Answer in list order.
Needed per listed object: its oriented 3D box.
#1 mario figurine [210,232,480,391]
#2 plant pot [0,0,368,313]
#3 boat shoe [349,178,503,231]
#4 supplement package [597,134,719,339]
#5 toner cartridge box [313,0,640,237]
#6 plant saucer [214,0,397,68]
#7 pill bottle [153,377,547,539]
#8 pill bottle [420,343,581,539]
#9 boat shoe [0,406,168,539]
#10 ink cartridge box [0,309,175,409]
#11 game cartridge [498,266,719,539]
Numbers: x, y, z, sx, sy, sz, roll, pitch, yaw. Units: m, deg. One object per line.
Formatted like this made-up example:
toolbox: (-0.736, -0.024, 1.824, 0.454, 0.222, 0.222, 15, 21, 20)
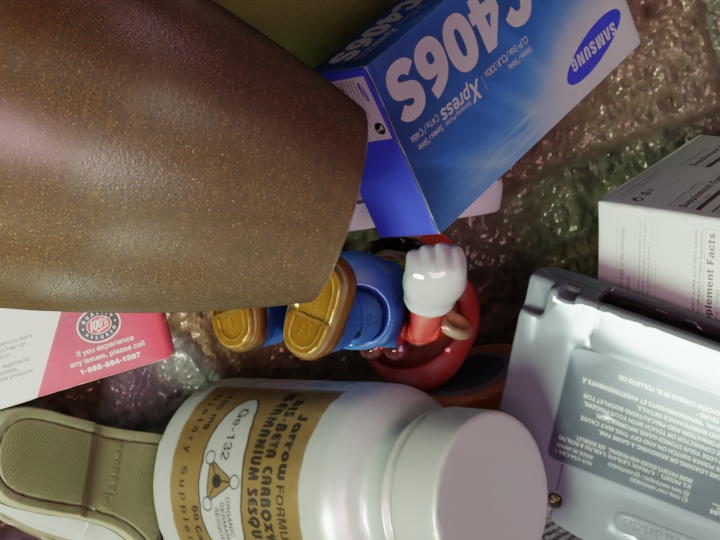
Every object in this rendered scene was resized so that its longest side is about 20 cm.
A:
mario figurine: (0.000, 0.000, 1.082, 0.123, 0.200, 0.106, 43, 107, 21)
plant pot: (-0.103, -0.057, 0.927, 0.198, 0.187, 0.189, 15, 104, -13)
boat shoe: (-0.003, -0.057, 1.068, 0.198, 0.072, 0.066, -6, 103, -34)
supplement package: (0.204, 0.045, 1.126, 0.110, 0.155, 0.202, 10, 111, 27)
toner cartridge box: (0.063, -0.109, 1.060, 0.200, 0.043, 0.096, -44, 119, -37)
plant saucer: (-0.046, -0.111, 1.068, 0.199, 0.031, 0.202, -21, 129, -28)
pill bottle: (-0.006, 0.115, 1.081, 0.114, 0.199, 0.116, 1, 88, -46)
pill bottle: (0.088, 0.144, 1.174, 0.105, 0.106, 0.202, -19, 111, -6)
boat shoe: (-0.140, 0.120, 1.135, 0.199, 0.068, 0.075, 30, 67, -39)
ink cartridge box: (-0.192, -0.038, 1.064, 0.143, 0.084, 0.202, -16, 111, -6)
game cartridge: (0.165, 0.090, 1.047, 0.198, 0.041, 0.134, 20, 119, 20)
